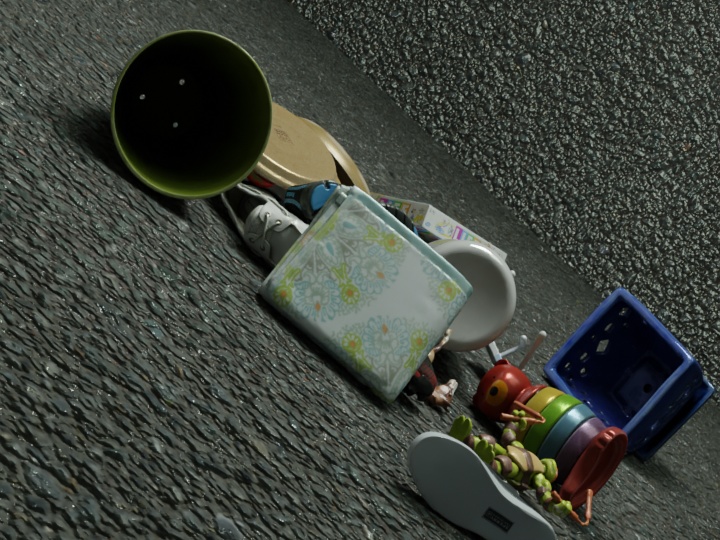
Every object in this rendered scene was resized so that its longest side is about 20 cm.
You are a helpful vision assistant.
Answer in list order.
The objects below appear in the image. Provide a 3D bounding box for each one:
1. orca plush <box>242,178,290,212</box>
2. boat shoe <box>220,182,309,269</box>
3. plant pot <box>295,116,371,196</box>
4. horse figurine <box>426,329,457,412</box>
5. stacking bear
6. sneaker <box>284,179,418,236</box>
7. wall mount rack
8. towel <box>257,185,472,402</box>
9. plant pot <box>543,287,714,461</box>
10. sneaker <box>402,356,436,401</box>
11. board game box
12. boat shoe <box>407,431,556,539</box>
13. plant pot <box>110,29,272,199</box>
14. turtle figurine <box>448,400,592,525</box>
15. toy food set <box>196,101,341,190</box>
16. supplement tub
[{"bbox_3d":[-0.120,-0.100,1.782,0.199,0.071,0.106,-3,67,-51],"label":"orca plush"},{"bbox_3d":[-0.112,-0.047,1.584,0.069,0.071,0.200,27,9,-44],"label":"boat shoe"},{"bbox_3d":[-0.046,-0.142,1.879,0.200,0.027,0.201,44,-17,17],"label":"plant pot"},{"bbox_3d":[0.048,0.071,1.624,0.200,0.050,0.133,42,45,-17],"label":"horse figurine"},{"bbox_3d":[0.231,0.196,1.687,0.199,0.122,0.113,38,12,27],"label":"stacking bear"},{"bbox_3d":[-0.007,-0.061,1.656,0.199,0.074,0.081,32,-13,-35],"label":"sneaker"},{"bbox_3d":[0.220,0.108,1.870,0.175,0.074,0.201,67,-1,-49],"label":"wall mount rack"},{"bbox_3d":[0.007,0.022,1.488,0.199,0.172,0.048,39,-19,0],"label":"towel"},{"bbox_3d":[0.457,0.184,2.200,0.179,0.200,0.200,34,12,-49],"label":"plant pot"},{"bbox_3d":[0.042,0.053,1.549,0.202,0.097,0.071,57,-15,7],"label":"sneaker"},{"bbox_3d":[0.108,-0.055,1.956,0.134,0.035,0.199,15,-10,44],"label":"board game box"},{"bbox_3d":[0.117,0.227,1.333,0.200,0.069,0.057,42,3,-21],"label":"boat shoe"},{"bbox_3d":[-0.217,-0.192,1.575,0.186,0.188,0.200,35,-1,-21],"label":"plant pot"},{"bbox_3d":[0.174,0.216,1.529,0.160,0.065,0.201,22,30,-36],"label":"turtle figurine"},{"bbox_3d":[-0.112,-0.158,1.718,0.198,0.049,0.199,51,28,23],"label":"toy food set"},{"bbox_3d":[0.127,0.030,1.798,0.145,0.145,0.200,39,0,-4],"label":"supplement tub"}]
